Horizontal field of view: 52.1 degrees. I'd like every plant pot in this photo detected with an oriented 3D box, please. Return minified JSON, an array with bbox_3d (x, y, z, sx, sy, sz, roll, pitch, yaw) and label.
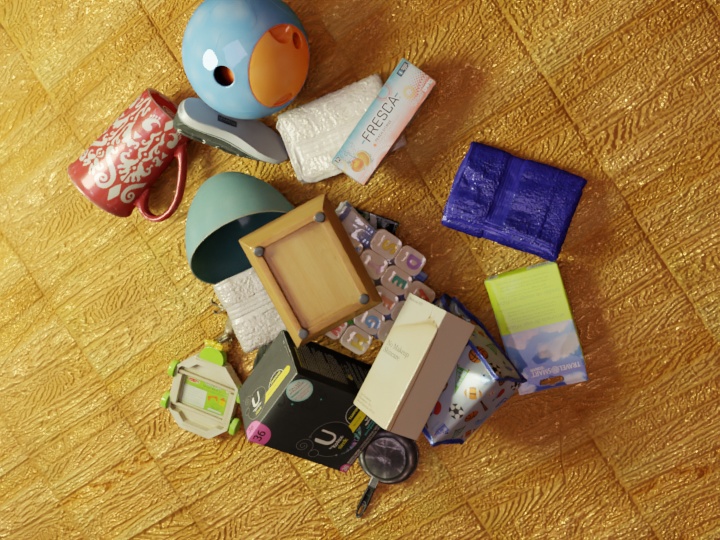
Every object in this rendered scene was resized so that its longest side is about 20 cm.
[{"bbox_3d":[-0.210,-0.087,1.244,0.200,0.200,0.135,-36,63,17],"label":"plant pot"}]

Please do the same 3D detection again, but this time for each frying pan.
[{"bbox_3d":[0.021,0.359,1.340,0.190,0.031,0.115,-43,87,14],"label":"frying pan"}]

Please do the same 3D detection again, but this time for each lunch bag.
[{"bbox_3d":[0.145,0.160,1.220,0.170,0.124,0.200,-50,55,18],"label":"lunch bag"}]

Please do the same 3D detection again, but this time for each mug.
[{"bbox_3d":[-0.378,-0.197,1.296,0.200,0.133,0.178,-45,122,12],"label":"mug"}]

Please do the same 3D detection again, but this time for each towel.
[{"bbox_3d":[-0.036,-0.234,1.241,0.200,0.034,0.133,-21,96,16],"label":"towel"},{"bbox_3d":[-0.131,0.044,1.248,0.200,0.034,0.133,-25,95,-6],"label":"towel"},{"bbox_3d":[0.243,-0.111,1.179,0.200,0.050,0.148,20,94,9],"label":"towel"},{"bbox_3d":[0.000,0.000,1.233,0.200,0.024,0.147,41,86,-10],"label":"towel"}]

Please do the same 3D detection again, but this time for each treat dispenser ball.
[{"bbox_3d":[-0.180,-0.342,1.168,0.201,0.201,0.201,2,101,13],"label":"treat dispenser ball"}]

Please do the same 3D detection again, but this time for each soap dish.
[{"bbox_3d":[-0.077,0.003,1.159,0.157,0.081,0.200,-28,98,-1],"label":"soap dish"}]

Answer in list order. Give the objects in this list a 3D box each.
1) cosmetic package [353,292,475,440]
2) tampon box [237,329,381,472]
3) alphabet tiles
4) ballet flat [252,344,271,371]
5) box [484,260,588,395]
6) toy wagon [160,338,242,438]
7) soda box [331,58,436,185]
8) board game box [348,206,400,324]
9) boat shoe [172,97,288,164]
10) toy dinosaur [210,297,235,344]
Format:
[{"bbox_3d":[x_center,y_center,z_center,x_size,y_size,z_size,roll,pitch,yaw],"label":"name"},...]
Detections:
[{"bbox_3d":[0.082,0.148,1.148,0.073,0.104,0.200,26,90,-35],"label":"cosmetic package"},{"bbox_3d":[-0.078,0.221,1.239,0.200,0.126,0.150,26,109,-29],"label":"tampon box"},{"bbox_3d":[0.016,0.036,1.219,0.196,0.015,0.200,34,92,-11],"label":"alphabet tiles"},{"bbox_3d":[-0.163,0.206,1.351,0.066,0.057,0.200,16,99,38],"label":"ballet flat"},{"bbox_3d":[0.291,0.094,1.216,0.122,0.048,0.200,-16,96,15],"label":"box"},{"bbox_3d":[-0.284,0.215,1.371,0.155,0.040,0.200,20,108,9],"label":"toy wagon"},{"bbox_3d":[0.038,-0.234,1.178,0.068,0.064,0.200,36,98,0],"label":"soda box"},{"bbox_3d":[-0.010,-0.006,1.282,0.105,0.023,0.200,20,103,7],"label":"board game box"},{"bbox_3d":[-0.218,-0.227,1.242,0.200,0.069,0.057,22,143,-27],"label":"boat shoe"},{"bbox_3d":[-0.201,0.059,1.332,0.200,0.058,0.101,-33,106,24],"label":"toy dinosaur"}]
